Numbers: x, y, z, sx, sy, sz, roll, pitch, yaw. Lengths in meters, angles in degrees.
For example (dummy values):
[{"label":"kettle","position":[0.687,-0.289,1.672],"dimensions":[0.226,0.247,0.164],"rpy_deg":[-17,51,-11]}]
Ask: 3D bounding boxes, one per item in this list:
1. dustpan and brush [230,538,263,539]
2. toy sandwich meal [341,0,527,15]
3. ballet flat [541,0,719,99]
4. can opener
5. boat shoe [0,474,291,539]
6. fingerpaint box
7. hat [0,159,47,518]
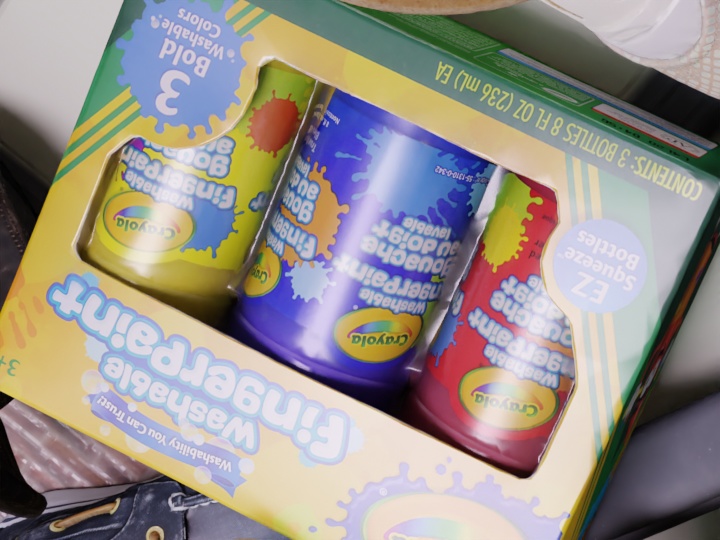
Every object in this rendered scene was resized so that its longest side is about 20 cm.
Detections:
[{"label":"dustpan and brush","position":[0.030,0.127,0.895],"dimensions":[0.200,0.140,0.057],"rpy_deg":[13,112,-31]},{"label":"toy sandwich meal","position":[0.031,-0.164,0.729],"dimensions":[0.205,0.070,0.205],"rpy_deg":[-1,96,-8]},{"label":"ballet flat","position":[0.058,-0.115,0.804],"dimensions":[0.200,0.062,0.067],"rpy_deg":[50,149,-7]},{"label":"can opener","position":[0.131,0.036,0.886],"dimensions":[0.200,0.053,0.067],"rpy_deg":[-28,72,39]},{"label":"boat shoe","position":[-0.079,0.120,1.017],"dimensions":[0.200,0.091,0.071],"rpy_deg":[-18,111,36]},{"label":"fingerpaint box","position":[0.000,0.000,0.867],"dimensions":[0.200,0.073,0.167],"rpy_deg":[27,105,11]},{"label":"hat","position":[-0.155,-0.008,0.969],"dimensions":[0.081,0.201,0.201],"rpy_deg":[-40,99,0]}]
